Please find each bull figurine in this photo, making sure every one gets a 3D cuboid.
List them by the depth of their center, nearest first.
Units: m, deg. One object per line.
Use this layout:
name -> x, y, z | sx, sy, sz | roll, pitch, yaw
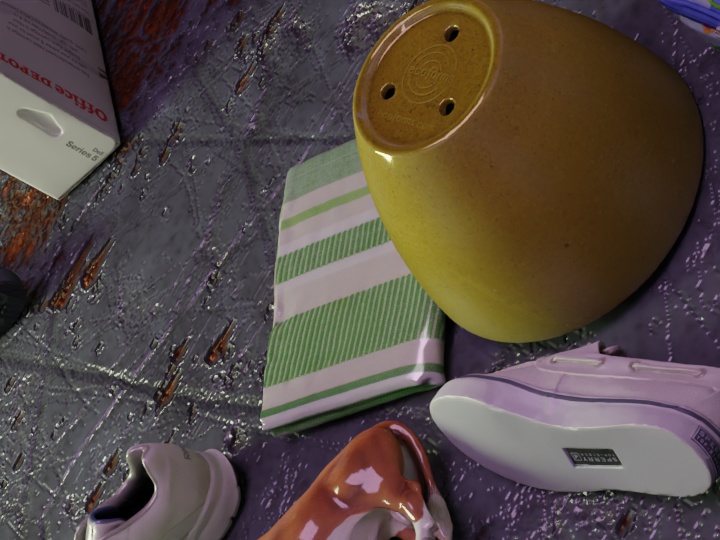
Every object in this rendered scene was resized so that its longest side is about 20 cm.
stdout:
bull figurine -> -0.024, 0.183, 1.102 | 0.200, 0.065, 0.122 | -53, 45, 13

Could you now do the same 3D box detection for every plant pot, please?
plant pot -> 0.077, -0.078, 1.070 | 0.199, 0.142, 0.201 | -20, 54, 30

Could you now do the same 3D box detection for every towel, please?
towel -> 0.000, 0.000, 1.214 | 0.152, 0.023, 0.201 | -20, 53, 36

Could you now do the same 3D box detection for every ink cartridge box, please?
ink cartridge box -> -0.285, -0.176, 1.515 | 0.084, 0.145, 0.201 | -39, 44, 23

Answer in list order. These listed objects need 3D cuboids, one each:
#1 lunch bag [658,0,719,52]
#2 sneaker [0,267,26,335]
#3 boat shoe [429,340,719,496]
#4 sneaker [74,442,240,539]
lunch bag -> 0.261, -0.201, 1.014 | 0.201, 0.082, 0.161 | -57, 38, 3
sneaker -> -0.351, 0.035, 1.520 | 0.199, 0.070, 0.083 | -33, 50, 27
boat shoe -> 0.125, 0.074, 1.017 | 0.199, 0.071, 0.070 | -2, 39, 50
sneaker -> -0.159, 0.199, 1.214 | 0.074, 0.087, 0.201 | 21, 85, 48
